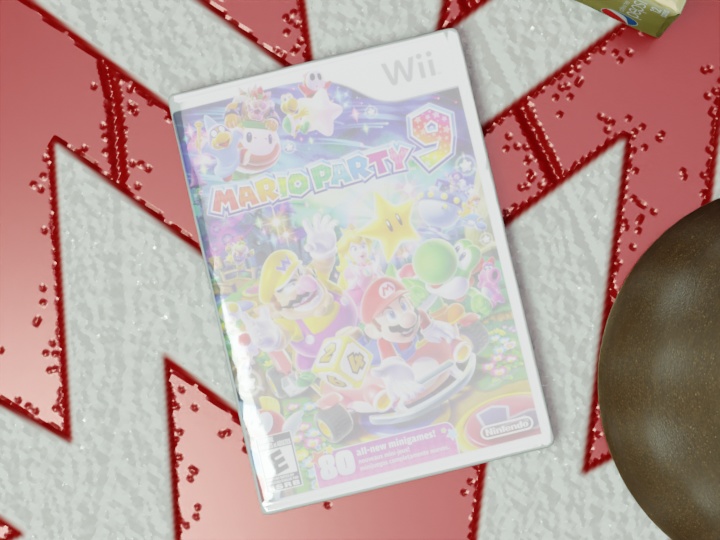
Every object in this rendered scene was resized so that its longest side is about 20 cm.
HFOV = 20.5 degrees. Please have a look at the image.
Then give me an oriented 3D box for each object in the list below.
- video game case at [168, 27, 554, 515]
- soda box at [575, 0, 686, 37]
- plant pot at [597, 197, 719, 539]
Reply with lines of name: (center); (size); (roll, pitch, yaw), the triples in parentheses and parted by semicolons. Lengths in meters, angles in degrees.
video game case: (0.000, 0.000, 0.937); (0.142, 0.018, 0.202); (-13, 87, 0)
soda box: (0.153, -0.216, 0.925); (0.067, 0.064, 0.202); (24, 87, 1)
plant pot: (0.204, 0.048, 0.844); (0.185, 0.200, 0.189); (0, 87, 0)
